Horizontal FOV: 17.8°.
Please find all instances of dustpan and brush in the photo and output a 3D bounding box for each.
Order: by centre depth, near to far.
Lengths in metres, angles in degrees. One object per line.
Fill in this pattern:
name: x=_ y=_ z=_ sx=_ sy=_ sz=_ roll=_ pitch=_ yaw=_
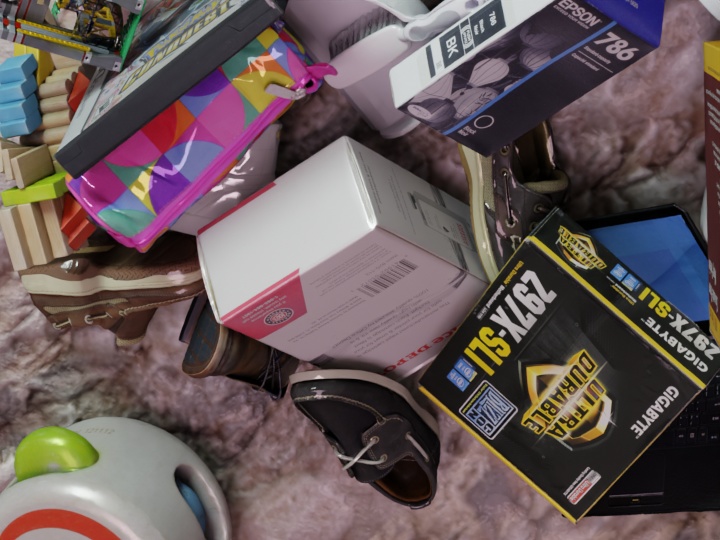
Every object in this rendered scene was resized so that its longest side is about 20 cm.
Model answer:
dustpan and brush: x=0.026 y=-0.165 z=1.611 sx=0.199 sy=0.057 sz=0.140 roll=-26 pitch=113 yaw=42

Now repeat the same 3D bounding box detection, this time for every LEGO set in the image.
LEGO set: x=-0.201 y=-0.241 z=1.591 sx=0.115 sy=0.154 sz=0.201 roll=14 pitch=129 yaw=-18

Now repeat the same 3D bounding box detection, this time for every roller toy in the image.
roller toy: x=-0.202 y=0.219 z=1.848 sx=0.182 sy=0.140 sz=0.201 roll=28 pitch=122 yaw=6

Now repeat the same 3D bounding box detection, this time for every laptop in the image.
laptop: x=0.191 y=0.071 z=1.682 sx=0.103 sy=0.202 sz=0.177 roll=18 pitch=161 yaw=-40

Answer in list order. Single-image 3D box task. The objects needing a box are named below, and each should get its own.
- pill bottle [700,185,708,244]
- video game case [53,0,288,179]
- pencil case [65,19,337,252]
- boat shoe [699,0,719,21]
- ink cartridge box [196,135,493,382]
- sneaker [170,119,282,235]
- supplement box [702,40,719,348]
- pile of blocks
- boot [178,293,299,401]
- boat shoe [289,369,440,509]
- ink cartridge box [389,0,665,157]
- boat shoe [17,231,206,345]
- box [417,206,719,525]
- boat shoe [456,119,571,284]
pill bottle: x=0.347 y=-0.049 z=1.626 sx=0.198 sy=0.113 sz=0.113 roll=13 pitch=120 yaw=2
video game case: x=-0.119 y=-0.167 z=1.601 sx=0.199 sy=0.181 sz=0.026 roll=-36 pitch=110 yaw=24
pencil case: x=-0.115 y=-0.101 z=1.622 sx=0.200 sy=0.088 sz=0.088 roll=-43 pitch=106 yaw=4
boat shoe: x=0.328 y=-0.177 z=1.583 sx=0.201 sy=0.075 sz=0.086 roll=30 pitch=119 yaw=-10
ink cartridge box: x=0.000 y=0.000 z=1.672 sx=0.146 sy=0.083 sz=0.200 roll=-32 pitch=148 yaw=23
sneaker: x=-0.151 y=-0.094 z=1.719 sx=0.198 sy=0.074 sz=0.117 roll=13 pitch=100 yaw=14
supplement box: x=0.294 y=-0.046 z=1.474 sx=0.132 sy=0.197 sz=0.202 roll=-2 pitch=98 yaw=4
pile of blocks: x=-0.224 y=-0.101 z=1.669 sx=0.062 sy=0.082 sz=0.202 roll=-9 pitch=78 yaw=24
boot: x=-0.079 y=0.054 z=1.716 sx=0.096 sy=0.200 sz=0.075 roll=22 pitch=96 yaw=-9
boat shoe: x=0.008 y=0.125 z=1.745 sx=0.071 sy=0.068 sz=0.200 roll=-9 pitch=153 yaw=25
ink cartridge box: x=0.124 y=-0.153 z=1.542 sx=0.099 sy=0.039 sz=0.200 roll=25 pitch=133 yaw=-40
boat shoe: x=-0.174 y=0.017 z=1.742 sx=0.201 sy=0.075 sz=0.075 roll=1 pitch=117 yaw=48
box: x=0.146 y=0.071 z=1.630 sx=0.160 sy=0.049 sz=0.200 roll=42 pitch=140 yaw=6
boat shoe: x=0.118 y=-0.056 z=1.657 sx=0.064 sy=0.073 sz=0.201 roll=-9 pitch=104 yaw=40
